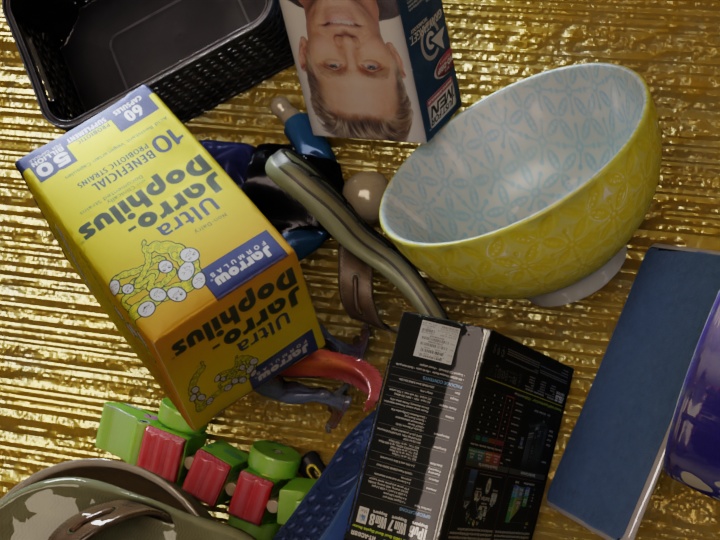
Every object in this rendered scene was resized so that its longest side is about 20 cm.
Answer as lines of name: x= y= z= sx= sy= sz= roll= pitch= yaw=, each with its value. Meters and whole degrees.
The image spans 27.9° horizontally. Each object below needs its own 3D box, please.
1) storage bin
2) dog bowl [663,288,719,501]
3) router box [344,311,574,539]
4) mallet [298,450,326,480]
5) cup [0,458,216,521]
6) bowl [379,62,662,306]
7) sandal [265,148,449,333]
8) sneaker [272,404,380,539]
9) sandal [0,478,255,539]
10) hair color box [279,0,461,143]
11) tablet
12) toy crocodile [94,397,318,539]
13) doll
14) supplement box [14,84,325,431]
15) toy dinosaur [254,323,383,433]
storage bin: x=-0.156 y=-0.194 z=1.115 sx=0.200 sy=0.094 sz=0.135 roll=-26 pitch=74 yaw=10
dog bowl: x=0.262 y=0.052 z=0.894 sx=0.079 sy=0.200 sz=0.200 roll=22 pitch=88 yaw=20
router box: x=0.070 y=0.118 z=0.940 sx=0.062 sy=0.200 sz=0.150 roll=11 pitch=84 yaw=25
mallet: x=0.013 y=0.216 z=1.029 sx=0.200 sy=0.041 sz=0.066 roll=42 pitch=91 yaw=22
cup: x=-0.160 y=0.237 z=1.017 sx=0.200 sy=0.143 sz=0.201 roll=-3 pitch=79 yaw=16
bowl: x=0.124 y=-0.041 z=0.988 sx=0.200 sy=0.200 sz=0.108 roll=-28 pitch=117 yaw=10
sandal: x=-0.001 y=-0.001 z=1.026 sx=0.057 sy=0.080 sz=0.201 roll=-45 pitch=92 yaw=4
sneaker: x=0.016 y=0.161 z=0.999 sx=0.070 sy=0.078 sz=0.200 roll=-5 pitch=36 yaw=52
sandal: x=-0.153 y=0.176 z=0.911 sx=0.200 sy=0.057 sz=0.080 roll=5 pitch=82 yaw=18
hair color box: x=-0.001 y=-0.191 z=1.013 sx=0.100 sy=0.200 sz=0.061 roll=7 pitch=38 yaw=31
tablet: x=0.187 y=0.078 z=0.960 sx=0.014 sy=0.130 sz=0.200 roll=23 pitch=88 yaw=-16
toy crocodile: x=-0.109 y=0.145 z=1.054 sx=0.200 sy=0.062 sz=0.068 roll=22 pitch=100 yaw=19
doll: x=-0.072 y=-0.065 z=1.091 sx=0.199 sy=0.048 sz=0.137 roll=6 pitch=77 yaw=17
supplement box: x=-0.129 y=-0.012 z=0.976 sx=0.109 sy=0.110 sz=0.200 roll=-34 pitch=55 yaw=-13
toy dinosaur: x=-0.083 y=0.033 z=1.032 sx=0.181 sy=0.200 sz=0.105 roll=25 pitch=71 yaw=-12
